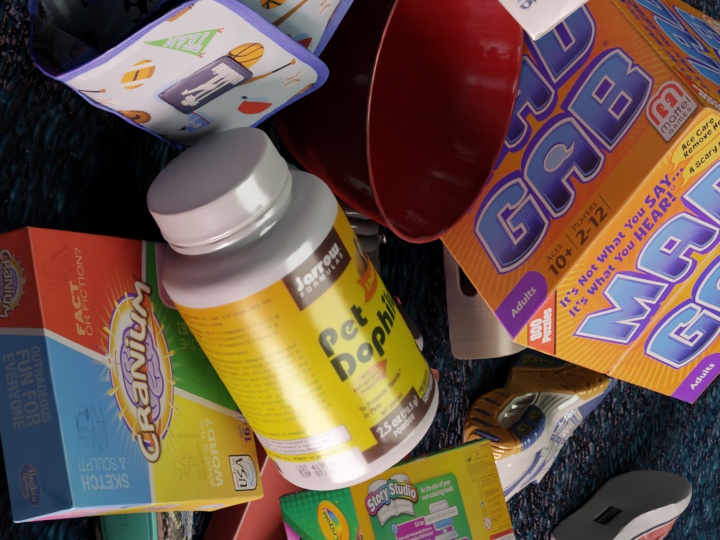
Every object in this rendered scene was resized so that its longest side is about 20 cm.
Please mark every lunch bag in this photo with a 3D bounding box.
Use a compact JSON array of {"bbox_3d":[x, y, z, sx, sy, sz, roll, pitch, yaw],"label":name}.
[{"bbox_3d":[-0.080,-0.169,1.276,0.200,0.124,0.170,-59,153,2],"label":"lunch bag"}]

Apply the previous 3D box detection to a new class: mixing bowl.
[{"bbox_3d":[0.011,-0.125,1.472,0.200,0.108,0.201,-34,130,-52],"label":"mixing bowl"}]

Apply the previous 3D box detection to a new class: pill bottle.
[{"bbox_3d":[-0.041,0.020,1.330,0.109,0.109,0.200,-53,126,-36],"label":"pill bottle"}]

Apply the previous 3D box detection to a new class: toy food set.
[{"bbox_3d":[0.120,-0.024,1.796,0.200,0.060,0.144,-23,112,-58],"label":"toy food set"}]

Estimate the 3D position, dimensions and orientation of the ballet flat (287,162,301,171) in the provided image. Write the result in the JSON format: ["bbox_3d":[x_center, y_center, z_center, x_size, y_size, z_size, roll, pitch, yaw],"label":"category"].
[{"bbox_3d":[-0.063,0.029,1.430,0.071,0.069,0.201,-1,108,-32],"label":"ballet flat"}]

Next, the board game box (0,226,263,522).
[{"bbox_3d":[-0.131,0.059,1.302,0.200,0.040,0.154,6,72,-63],"label":"board game box"}]

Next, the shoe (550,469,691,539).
[{"bbox_3d":[0.231,0.253,2.116,0.200,0.071,0.091,-25,126,-50],"label":"shoe"}]

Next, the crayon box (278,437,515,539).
[{"bbox_3d":[0.033,0.187,1.568,0.200,0.058,0.119,-8,83,-59],"label":"crayon box"}]

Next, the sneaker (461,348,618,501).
[{"bbox_3d":[0.137,0.122,1.886,0.200,0.075,0.088,-32,142,-45],"label":"sneaker"}]

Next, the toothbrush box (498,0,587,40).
[{"bbox_3d":[0.076,-0.260,1.400,0.200,0.086,0.146,44,27,-18],"label":"toothbrush box"}]

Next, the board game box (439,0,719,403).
[{"bbox_3d":[0.180,-0.065,1.589,0.200,0.200,0.200,19,117,-43],"label":"board game box"}]

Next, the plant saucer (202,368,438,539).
[{"bbox_3d":[-0.036,0.143,1.572,0.200,0.037,0.200,19,93,-63],"label":"plant saucer"}]

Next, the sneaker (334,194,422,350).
[{"bbox_3d":[0.000,0.000,1.554,0.200,0.070,0.100,21,80,-65],"label":"sneaker"}]

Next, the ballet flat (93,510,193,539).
[{"bbox_3d":[-0.125,0.187,1.413,0.074,0.074,0.201,-27,127,-55],"label":"ballet flat"}]
